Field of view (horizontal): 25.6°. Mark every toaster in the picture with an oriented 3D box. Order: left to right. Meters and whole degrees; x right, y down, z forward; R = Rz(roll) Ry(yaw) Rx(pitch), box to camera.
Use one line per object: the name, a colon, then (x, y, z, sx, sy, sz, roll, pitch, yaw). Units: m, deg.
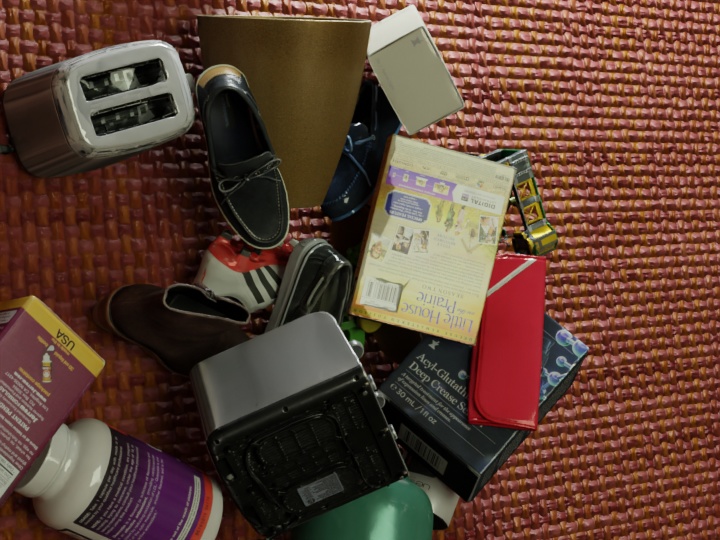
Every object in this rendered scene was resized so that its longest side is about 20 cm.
toaster: (-0.261, -0.161, 1.573, 0.200, 0.129, 0.114, -19, 95, -37)
toaster: (-0.068, 0.163, 1.606, 0.199, 0.119, 0.181, -24, 133, -1)

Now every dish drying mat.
dish drying mat: (0.160, 0.074, 1.728, 0.077, 0.018, 0.201, 7, 66, -1)

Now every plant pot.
plant pot: (-0.085, -0.171, 1.698, 0.186, 0.186, 0.201, -4, 102, -38)

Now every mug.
mug: (-0.001, 0.277, 1.725, 0.151, 0.185, 0.115, 11, 74, -11)

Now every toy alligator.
toy alligator: (0.000, 0.000, 1.742, 0.054, 0.059, 0.201, 4, 108, -37)

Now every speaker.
speaker: (0.098, 0.197, 1.840, 0.081, 0.081, 0.200, 38, 64, -28)

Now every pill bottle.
pill bottle: (-0.240, 0.217, 1.554, 0.200, 0.112, 0.113, 32, 66, -31)

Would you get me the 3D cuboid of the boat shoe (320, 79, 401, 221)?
boat shoe: (-0.014, -0.137, 1.792, 0.069, 0.084, 0.200, 55, 32, -30)

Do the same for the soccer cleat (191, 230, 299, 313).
soccer cleat: (-0.104, 0.011, 1.720, 0.200, 0.069, 0.085, 11, 119, -53)

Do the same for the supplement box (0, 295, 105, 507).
supplement box: (-0.351, 0.133, 1.467, 0.103, 0.131, 0.200, 47, 60, -24)

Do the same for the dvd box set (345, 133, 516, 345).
dvd box set: (0.077, -0.032, 1.712, 0.146, 0.029, 0.201, 14, 86, -10)

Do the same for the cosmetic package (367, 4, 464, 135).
cosmetic package: (0.058, -0.229, 1.788, 0.073, 0.200, 0.104, -27, 104, 7)

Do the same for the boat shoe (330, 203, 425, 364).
boat shoe: (0.021, 0.011, 1.818, 0.070, 0.070, 0.201, -58, 130, -70)

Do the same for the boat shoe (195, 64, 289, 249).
boat shoe: (-0.119, -0.109, 1.609, 0.074, 0.062, 0.201, -16, 113, -5)

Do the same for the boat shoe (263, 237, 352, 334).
boat shoe: (-0.057, 0.066, 1.694, 0.072, 0.071, 0.201, -11, 122, -39)

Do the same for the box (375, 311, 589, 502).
box: (0.132, 0.128, 1.771, 0.148, 0.107, 0.200, 39, 69, 13)

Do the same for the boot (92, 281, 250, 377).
boot: (-0.157, 0.062, 1.602, 0.200, 0.166, 0.073, 20, 73, -35)

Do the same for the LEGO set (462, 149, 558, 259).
LEGO set: (0.121, -0.065, 1.828, 0.116, 0.200, 0.154, -25, 115, -25)
